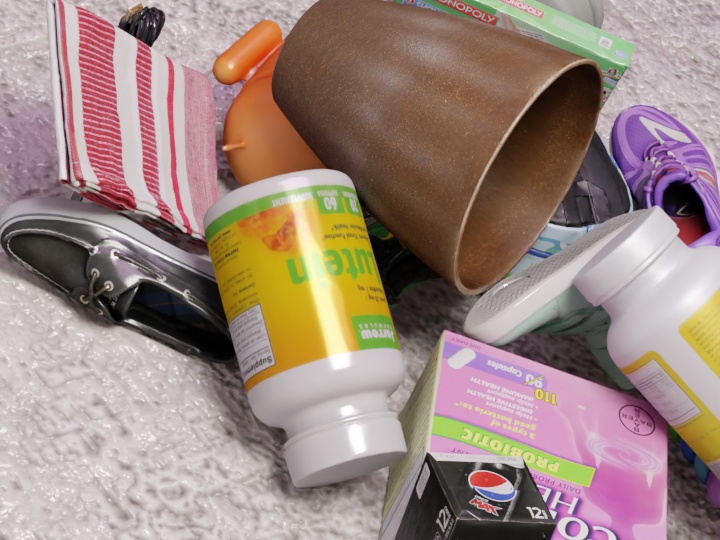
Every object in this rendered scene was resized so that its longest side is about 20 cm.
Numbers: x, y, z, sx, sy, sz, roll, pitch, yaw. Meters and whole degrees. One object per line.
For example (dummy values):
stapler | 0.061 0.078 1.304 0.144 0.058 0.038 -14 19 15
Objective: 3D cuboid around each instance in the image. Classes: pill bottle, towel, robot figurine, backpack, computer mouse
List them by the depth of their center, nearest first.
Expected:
pill bottle | -0.033 0.042 1.482 0.111 0.111 0.201 -7 74 -33
pill bottle | 0.243 0.055 1.497 0.200 0.112 0.112 48 42 -1
towel | -0.158 -0.104 1.552 0.200 0.023 0.145 25 53 -60
computer mouse | -0.182 -0.106 1.625 0.044 0.110 0.201 19 50 -17
robot figurine | -0.038 -0.124 1.693 0.116 0.144 0.200 -4 31 27
backpack | 0.134 -0.064 1.713 0.162 0.154 0.200 2 25 -30

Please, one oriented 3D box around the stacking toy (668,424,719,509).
stacking toy | 0.259 0.101 1.634 0.085 0.086 0.200 -8 47 -34

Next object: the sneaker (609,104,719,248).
sneaker | 0.247 -0.067 1.673 0.080 0.084 0.200 -25 47 4

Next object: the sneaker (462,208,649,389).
sneaker | 0.167 0.043 1.573 0.200 0.074 0.119 -27 100 -36

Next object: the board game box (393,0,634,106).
board game box | 0.116 -0.182 1.820 0.199 0.135 0.029 24 55 -2

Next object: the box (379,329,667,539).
box | 0.112 0.164 1.472 0.175 0.097 0.200 20 41 -7

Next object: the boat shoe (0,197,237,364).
boat shoe | -0.165 0.008 1.522 0.199 0.069 0.057 21 40 -9

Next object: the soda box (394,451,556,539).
soda box | 0.050 0.207 1.307 0.070 0.201 0.063 5 33 -22

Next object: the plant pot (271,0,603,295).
plant pot | 0.041 -0.112 1.543 0.200 0.188 0.187 31 39 20

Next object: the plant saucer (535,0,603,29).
plant saucer | 0.108 -0.230 1.850 0.199 0.200 0.050 24 69 -2

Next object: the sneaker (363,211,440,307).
sneaker | 0.000 0.000 1.623 0.199 0.085 0.078 -21 99 -28
